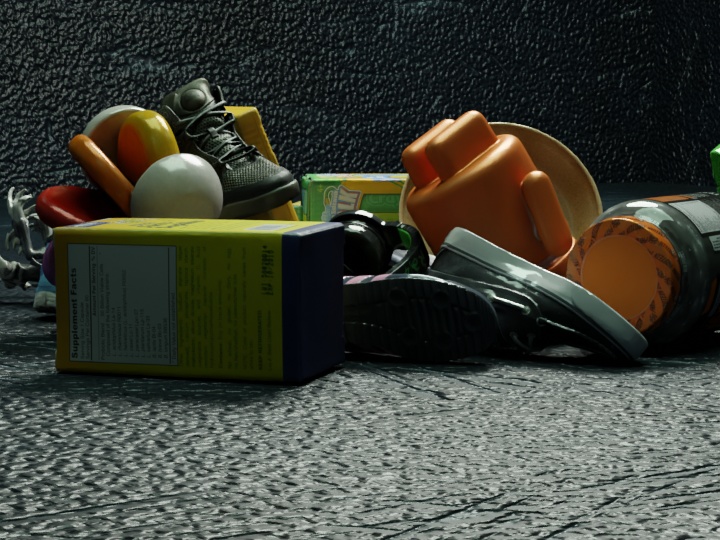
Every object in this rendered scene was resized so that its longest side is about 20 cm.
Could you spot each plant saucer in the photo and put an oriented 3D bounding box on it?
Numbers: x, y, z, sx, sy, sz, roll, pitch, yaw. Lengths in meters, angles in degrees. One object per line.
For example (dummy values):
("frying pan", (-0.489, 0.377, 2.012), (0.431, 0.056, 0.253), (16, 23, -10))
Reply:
("plant saucer", (0.135, -0.047, 1.910), (0.198, 0.202, 0.035), (0, -22, -2))

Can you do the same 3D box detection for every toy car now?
("toy car", (-0.207, -0.035, 1.705), (0.149, 0.201, 0.175), (-20, 34, -24))

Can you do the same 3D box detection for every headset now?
("headset", (-0.021, 0.011, 1.731), (0.199, 0.094, 0.123), (7, 39, 48))

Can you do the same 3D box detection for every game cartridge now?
("game cartridge", (-0.104, -0.062, 1.893), (0.032, 0.201, 0.176), (-23, 14, -19))

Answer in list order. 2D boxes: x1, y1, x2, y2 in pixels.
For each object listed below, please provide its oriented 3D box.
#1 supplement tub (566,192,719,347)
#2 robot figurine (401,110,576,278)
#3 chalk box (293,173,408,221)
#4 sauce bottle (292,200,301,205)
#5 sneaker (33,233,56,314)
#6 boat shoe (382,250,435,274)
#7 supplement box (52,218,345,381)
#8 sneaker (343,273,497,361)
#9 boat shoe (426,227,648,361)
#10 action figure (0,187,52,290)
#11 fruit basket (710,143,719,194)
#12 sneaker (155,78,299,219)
("supplement tub", (0.260, -0.001, 1.654), (0.122, 0.124, 0.199), (4, 7, 33))
("robot figurine", (0.116, -0.035, 1.683), (0.143, 0.201, 0.117), (-27, 12, 21))
("chalk box", (-0.003, -0.035, 2.000), (0.198, 0.126, 0.124), (-1, 5, -5))
("sauce bottle", (-0.106, -0.025, 2.070), (0.199, 0.065, 0.065), (-20, 13, -24))
("sneaker", (-0.227, -0.007, 1.862), (0.078, 0.091, 0.200), (4, 5, 31))
("boat shoe", (0.000, 0.000, 1.839), (0.199, 0.075, 0.092), (6, -4, 43))
("supplement box", (-0.120, 0.019, 1.480), (0.198, 0.110, 0.109), (2, 6, 17))
("sneaker", (0.018, 0.032, 1.565), (0.198, 0.071, 0.082), (3, 9, 16))
("boat shoe", (0.134, 0.035, 1.565), (0.199, 0.068, 0.072), (29, -10, 29))
("action figure", (-0.331, -0.025, 1.948), (0.198, 0.103, 0.119), (-3, -23, -2))
("fruit basket", (0.446, -0.065, 1.915), (0.214, 0.218, 0.155), (-3, 6, -33))
("sneaker", (-0.129, -0.106, 1.757), (0.076, 0.115, 0.199), (-23, 21, -25))
